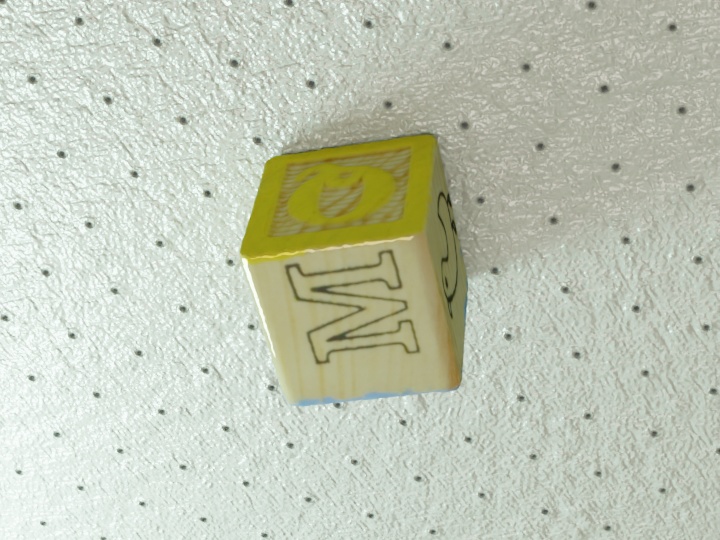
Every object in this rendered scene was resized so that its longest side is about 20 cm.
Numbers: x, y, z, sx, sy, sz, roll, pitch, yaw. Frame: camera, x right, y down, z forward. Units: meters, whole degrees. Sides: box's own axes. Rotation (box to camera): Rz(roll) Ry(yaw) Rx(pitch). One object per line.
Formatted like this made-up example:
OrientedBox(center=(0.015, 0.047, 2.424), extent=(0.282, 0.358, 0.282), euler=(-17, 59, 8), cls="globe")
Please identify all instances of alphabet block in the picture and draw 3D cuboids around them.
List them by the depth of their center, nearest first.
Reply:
OrientedBox(center=(0.000, 0.000, 1.527), extent=(0.195, 0.196, 0.201), euler=(-8, 125, 11), cls="alphabet block")
